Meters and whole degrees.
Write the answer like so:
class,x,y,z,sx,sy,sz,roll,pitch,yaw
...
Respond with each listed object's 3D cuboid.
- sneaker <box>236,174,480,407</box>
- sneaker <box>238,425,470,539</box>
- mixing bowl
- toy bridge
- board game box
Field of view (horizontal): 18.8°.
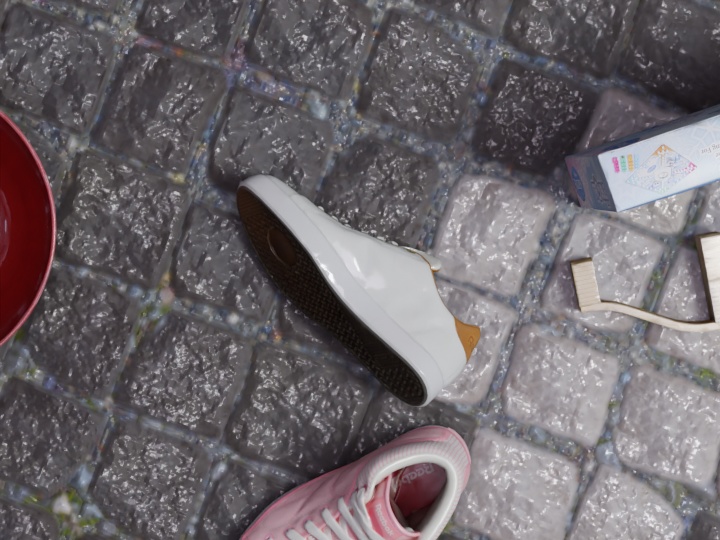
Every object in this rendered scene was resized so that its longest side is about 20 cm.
class,x,y,z,sx,sy,sz,roll,pitch,yaw
sneaker,0.000,0.000,1.512,0.200,0.073,0.085,46,60,5
sneaker,-0.011,0.177,1.489,0.200,0.105,0.075,-34,93,2
mixing bowl,-0.298,-0.029,1.479,0.199,0.108,0.201,0,91,1
toy bridge,0.250,0.007,1.522,0.199,0.027,0.067,-11,94,0
board game box,0.243,-0.088,1.433,0.198,0.200,0.044,-18,93,1
